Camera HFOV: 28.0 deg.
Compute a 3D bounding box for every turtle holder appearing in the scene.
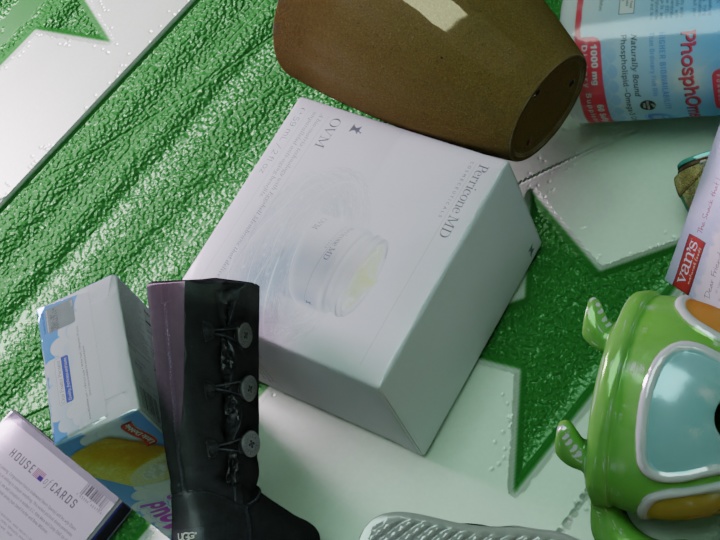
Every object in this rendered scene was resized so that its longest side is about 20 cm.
[{"bbox_3d":[0.206,0.109,0.947,0.131,0.141,0.187,11,63,24],"label":"turtle holder"}]

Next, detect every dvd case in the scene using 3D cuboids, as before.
[{"bbox_3d":[-0.294,0.226,1.140,0.150,0.025,0.200,30,73,33],"label":"dvd case"}]

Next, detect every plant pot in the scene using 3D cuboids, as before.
[{"bbox_3d":[0.067,-0.177,1.097,0.199,0.187,0.187,37,77,23],"label":"plant pot"}]

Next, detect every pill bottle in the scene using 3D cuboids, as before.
[{"bbox_3d":[0.260,-0.174,1.121,0.198,0.109,0.110,-1,59,21],"label":"pill bottle"}]

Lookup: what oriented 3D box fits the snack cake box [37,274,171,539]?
[{"bbox_3d":[-0.153,0.107,1.050,0.067,0.200,0.116,-23,54,8],"label":"snack cake box"}]

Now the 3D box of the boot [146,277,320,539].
[{"bbox_3d":[-0.083,0.109,1.005,0.065,0.165,0.202,-11,80,22],"label":"boot"}]

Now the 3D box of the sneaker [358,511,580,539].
[{"bbox_3d":[0.095,0.211,0.972,0.198,0.080,0.079,16,69,7],"label":"sneaker"}]

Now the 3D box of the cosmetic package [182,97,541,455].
[{"bbox_3d":[0.000,0.000,1.107,0.199,0.123,0.200,20,69,29],"label":"cosmetic package"}]

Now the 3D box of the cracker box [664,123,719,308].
[{"bbox_3d":[0.304,-0.013,0.959,0.200,0.057,0.135,41,120,51],"label":"cracker box"}]

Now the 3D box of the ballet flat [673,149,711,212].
[{"bbox_3d":[0.334,-0.083,1.070,0.198,0.071,0.071,-22,54,6],"label":"ballet flat"}]
